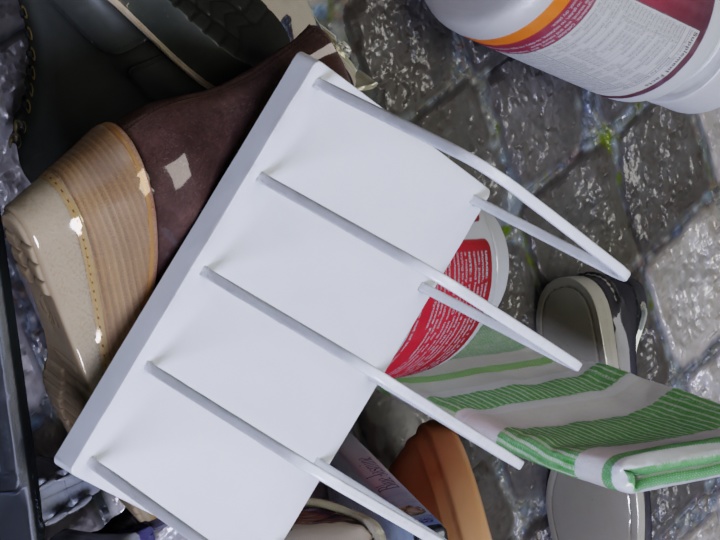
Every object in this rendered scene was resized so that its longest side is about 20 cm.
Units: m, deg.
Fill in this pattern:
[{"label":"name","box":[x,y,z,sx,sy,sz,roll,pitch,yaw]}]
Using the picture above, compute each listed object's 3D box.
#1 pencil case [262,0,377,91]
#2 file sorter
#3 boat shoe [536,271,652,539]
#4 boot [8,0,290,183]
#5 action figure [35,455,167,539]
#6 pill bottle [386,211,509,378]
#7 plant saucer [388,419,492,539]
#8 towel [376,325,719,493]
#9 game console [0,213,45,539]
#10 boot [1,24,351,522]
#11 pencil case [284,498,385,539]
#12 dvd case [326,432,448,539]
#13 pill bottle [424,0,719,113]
[{"label":"pencil case","box":[-0.071,-0.147,1.296,0.089,0.078,0.200,-37,119,-19]},{"label":"file sorter","box":[0.001,0.040,1.135,0.139,0.124,0.200,34,86,-48]},{"label":"boat shoe","box":[0.148,0.099,1.550,0.063,0.073,0.200,-11,96,-42]},{"label":"boot","box":[-0.147,-0.113,1.231,0.200,0.138,0.077,44,33,4]},{"label":"action figure","box":[-0.092,0.094,1.304,0.200,0.069,0.130,-35,108,-43]},{"label":"pill bottle","box":[0.000,0.000,1.332,0.200,0.112,0.112,-5,97,-66]},{"label":"plant saucer","box":[0.047,0.177,1.394,0.037,0.200,0.200,-11,105,-5]},{"label":"towel","box":[0.101,0.067,1.407,0.152,0.200,0.023,-7,113,-47]},{"label":"game console","box":[-0.240,0.048,1.117,0.116,0.176,0.200,-40,126,-70]},{"label":"boot","box":[-0.061,0.006,1.189,0.166,0.072,0.200,-30,134,-20]},{"label":"pencil case","box":[-0.031,0.195,1.305,0.089,0.078,0.200,-13,138,-11]},{"label":"dvd case","box":[0.019,0.169,1.345,0.018,0.200,0.143,-11,103,-12]},{"label":"pill bottle","box":[0.132,-0.155,1.485,0.200,0.109,0.110,17,81,-45]}]
